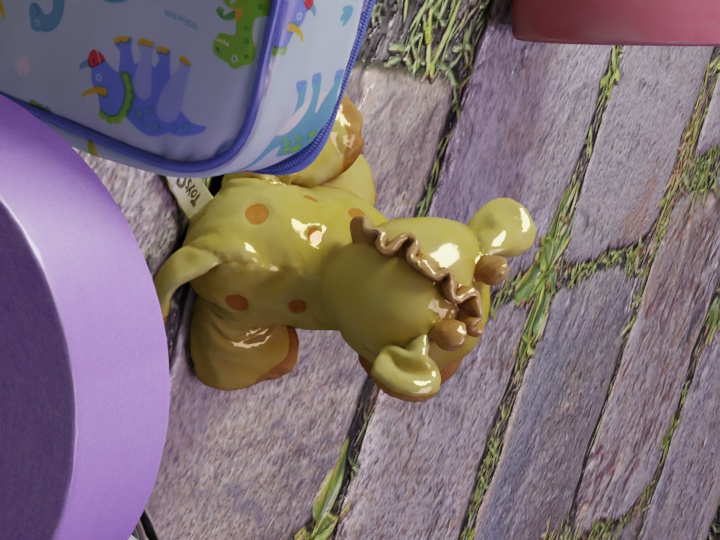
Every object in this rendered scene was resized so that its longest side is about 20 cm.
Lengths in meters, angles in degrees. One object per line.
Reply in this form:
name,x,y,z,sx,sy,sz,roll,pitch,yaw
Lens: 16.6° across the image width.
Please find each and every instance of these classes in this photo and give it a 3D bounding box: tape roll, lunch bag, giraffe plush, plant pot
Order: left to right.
tape roll,-0.165,0.035,0.813,0.066,0.200,0.200,-22,129,-65
lunch bag,-0.089,-0.123,0.862,0.082,0.200,0.161,-10,118,-60
giraffe plush,0.000,0.000,1.275,0.173,0.162,0.200,-68,161,-2
plant pot,0.197,-0.232,1.561,0.200,0.200,0.179,-16,109,-66

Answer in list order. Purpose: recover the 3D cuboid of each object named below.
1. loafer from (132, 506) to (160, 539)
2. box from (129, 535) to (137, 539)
loafer,-0.122,0.069,1.148,0.072,0.063,0.200,-87,-179,-46
box,-0.143,0.096,0.997,0.041,0.156,0.200,-51,159,-6
